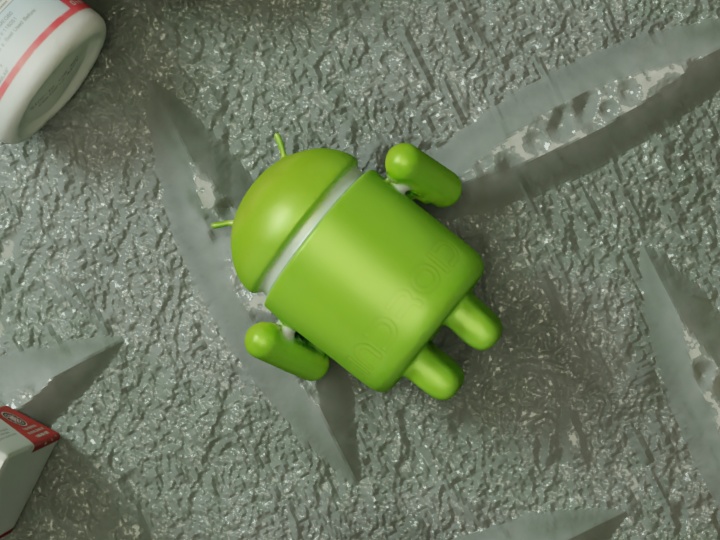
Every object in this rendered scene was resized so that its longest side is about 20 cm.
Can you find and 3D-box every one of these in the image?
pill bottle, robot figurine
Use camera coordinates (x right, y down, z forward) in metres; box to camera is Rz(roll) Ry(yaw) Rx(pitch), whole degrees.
[{"bbox_3d":[-0.279,-0.185,1.439,0.200,0.109,0.109,38,93,3],"label":"pill bottle"},{"bbox_3d":[0.000,0.000,1.413,0.200,0.116,0.176,38,98,4],"label":"robot figurine"}]

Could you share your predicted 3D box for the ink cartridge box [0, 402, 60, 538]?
[{"bbox_3d":[-0.320,0.105,1.425,0.200,0.147,0.083,28,94,5],"label":"ink cartridge box"}]
